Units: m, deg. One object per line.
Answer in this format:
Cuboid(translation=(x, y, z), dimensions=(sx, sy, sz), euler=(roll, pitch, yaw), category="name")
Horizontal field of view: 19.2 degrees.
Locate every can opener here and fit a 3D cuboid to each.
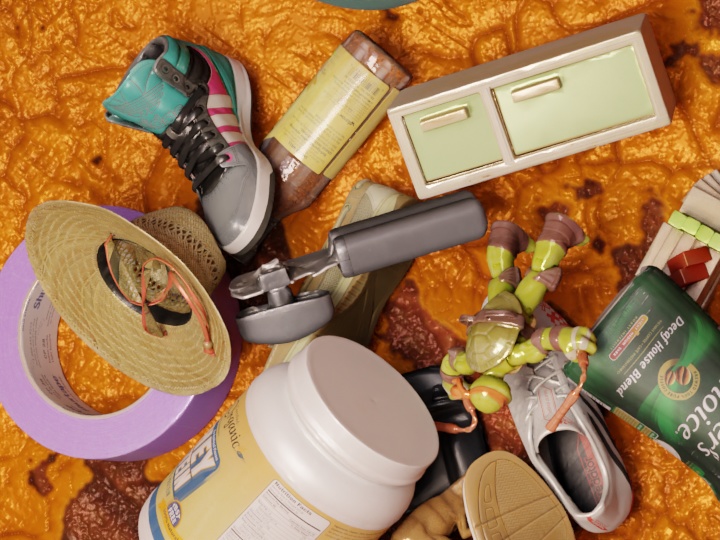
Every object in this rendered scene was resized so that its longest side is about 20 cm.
Cuboid(translation=(0.000, 0.000, 1.585), dimensions=(0.199, 0.053, 0.067), euler=(-16, 106, -3), category="can opener")

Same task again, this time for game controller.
Cuboid(translation=(-0.001, 0.144, 1.644), dimensions=(0.199, 0.042, 0.105), euler=(-17, 93, 17), category="game controller")

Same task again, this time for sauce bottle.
Cuboid(translation=(-0.043, -0.094, 1.667), dimensions=(0.066, 0.066, 0.200), euler=(43, 96, 19), category="sauce bottle")

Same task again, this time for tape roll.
Cuboid(translation=(-0.198, 0.051, 1.705), dimensions=(0.199, 0.066, 0.201), euler=(-2, 83, 18), category="tape roll")

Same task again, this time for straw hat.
Cuboid(translation=(-0.150, -0.002, 1.605), dimensions=(0.201, 0.201, 0.085), euler=(29, 56, 20), category="straw hat")

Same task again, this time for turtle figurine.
Cuboid(translation=(0.100, 0.041, 1.536), dimensions=(0.200, 0.064, 0.162), euler=(-22, 44, 54), category="turtle figurine")

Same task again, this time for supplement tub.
Cuboid(translation=(-0.052, 0.158, 1.551), dimensions=(0.200, 0.145, 0.145), euler=(-48, 71, 24), category="supplement tub")

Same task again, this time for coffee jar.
Cuboid(translation=(0.249, 0.095, 1.515), dimensions=(0.200, 0.085, 0.104), euler=(39, 89, 8), category="coffee jar")

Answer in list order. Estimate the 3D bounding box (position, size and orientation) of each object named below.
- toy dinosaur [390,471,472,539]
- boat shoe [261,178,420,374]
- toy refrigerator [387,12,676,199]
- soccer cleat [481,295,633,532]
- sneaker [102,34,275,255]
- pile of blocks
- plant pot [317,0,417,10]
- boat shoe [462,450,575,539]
Cuboid(translation=(0.037, 0.206, 1.577), dimensions=(0.200, 0.106, 0.060), euler=(-38, 42, -26), category="toy dinosaur")
Cuboid(translation=(-0.025, 0.023, 1.639), dimensions=(0.063, 0.073, 0.201), euler=(25, 82, 35), category="boat shoe")
Cuboid(translation=(0.128, -0.122, 1.595), dimensions=(0.199, 0.070, 0.076), euler=(-16, 105, 17), category="toy refrigerator")
Cuboid(translation=(0.141, 0.099, 1.569), dimensions=(0.068, 0.085, 0.200), euler=(-27, 76, 15), category="soccer cleat")
Cuboid(translation=(-0.136, -0.108, 1.632), dimensions=(0.084, 0.121, 0.200), euler=(-44, 41, 30), category="sneaker")
Cuboid(translation=(0.282, -0.050, 1.550), dimensions=(0.200, 0.062, 0.082), euler=(-38, 73, 11), category="pile of blocks")
Cuboid(translation=(0.006, -0.289, 1.621), dimensions=(0.200, 0.161, 0.201), euler=(-2, 83, 18), category="plant pot")
Cuboid(translation=(0.130, 0.227, 1.557), dimensions=(0.071, 0.069, 0.200), euler=(-27, 85, -12), category="boat shoe")
